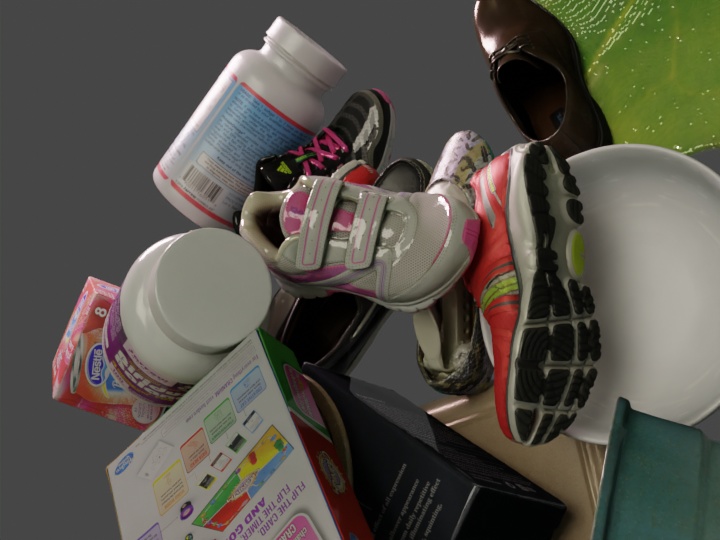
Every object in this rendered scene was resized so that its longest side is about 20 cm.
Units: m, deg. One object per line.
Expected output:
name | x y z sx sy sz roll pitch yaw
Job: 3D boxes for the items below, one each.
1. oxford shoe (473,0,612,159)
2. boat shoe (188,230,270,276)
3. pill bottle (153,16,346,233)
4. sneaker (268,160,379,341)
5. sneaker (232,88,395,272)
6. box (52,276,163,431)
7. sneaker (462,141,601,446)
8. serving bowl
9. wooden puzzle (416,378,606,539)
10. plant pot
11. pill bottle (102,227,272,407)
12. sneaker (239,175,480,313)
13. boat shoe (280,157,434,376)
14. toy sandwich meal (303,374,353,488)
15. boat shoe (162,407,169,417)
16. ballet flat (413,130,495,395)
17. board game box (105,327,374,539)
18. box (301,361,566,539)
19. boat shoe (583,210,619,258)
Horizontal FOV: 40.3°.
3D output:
oxford shoe | 0.136 -0.169 0.796 0.073 0.084 0.201 -39 53 22
boat shoe | -0.129 -0.005 0.895 0.060 0.072 0.199 -51 23 -18
pill bottle | -0.105 -0.139 0.955 0.201 0.108 0.109 -52 51 11
sneaker | -0.016 0.006 0.858 0.084 0.077 0.202 25 100 29
sneaker | -0.047 -0.088 0.905 0.200 0.087 0.074 -51 51 12
box | -0.230 0.074 0.931 0.101 0.095 0.200 -67 17 -3
sneaker | 0.106 0.017 0.657 0.085 0.076 0.203 -17 65 51
serving bowl | 0.183 0.019 0.675 0.198 0.066 0.203 -7 76 32
wooden puzzle | 0.106 0.178 0.730 0.184 0.037 0.202 -24 56 30
plant pot | 0.221 0.185 0.524 0.194 0.200 0.203 9 79 19
pill bottle | -0.132 0.037 0.748 0.200 0.111 0.114 142 134 -65
sneaker | -0.011 -0.022 0.686 0.198 0.088 0.082 -4 66 39
boat shoe | 0.000 0.000 0.776 0.071 0.067 0.202 30 92 28
toy sandwich meal | -0.086 0.163 0.684 0.204 0.070 0.208 -21 59 39
boat shoe | -0.144 0.116 0.915 0.071 0.060 0.204 11 81 43
ballet flat | 0.068 -0.003 0.736 0.071 0.072 0.203 3 96 38
board game box | -0.078 0.156 0.607 0.153 0.040 0.201 -42 42 12
box | 0.019 0.180 0.701 0.199 0.106 0.150 28 95 47
boat shoe | 0.115 -0.035 0.778 0.199 0.060 0.073 4 76 39
